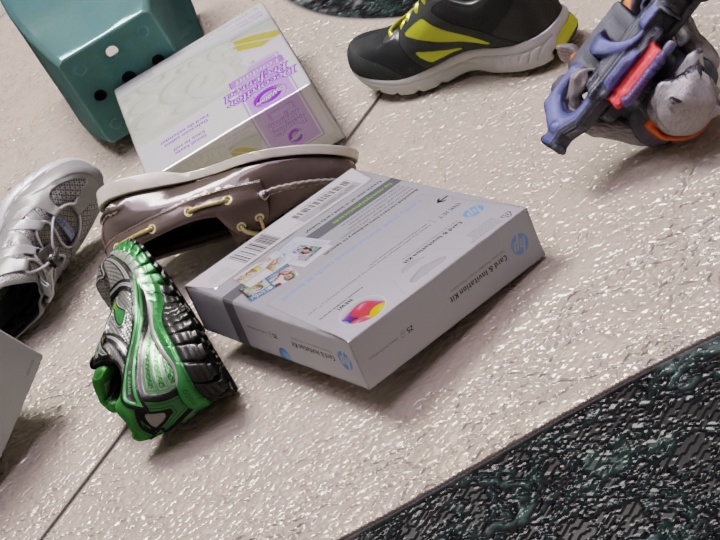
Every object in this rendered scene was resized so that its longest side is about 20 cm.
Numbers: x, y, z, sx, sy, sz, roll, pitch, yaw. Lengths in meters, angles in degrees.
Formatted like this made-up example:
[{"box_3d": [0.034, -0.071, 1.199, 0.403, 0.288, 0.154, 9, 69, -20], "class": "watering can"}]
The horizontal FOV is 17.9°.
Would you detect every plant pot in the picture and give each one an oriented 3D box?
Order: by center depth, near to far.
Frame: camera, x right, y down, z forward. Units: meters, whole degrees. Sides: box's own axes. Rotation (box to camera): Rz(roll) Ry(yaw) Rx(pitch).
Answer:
[{"box_3d": [-0.215, -0.206, 1.959, 0.141, 0.141, 0.200, -31, 32, 1], "class": "plant pot"}]

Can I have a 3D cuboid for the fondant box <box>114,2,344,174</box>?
[{"box_3d": [-0.107, -0.124, 1.801, 0.144, 0.058, 0.200, -31, 29, 1], "class": "fondant box"}]

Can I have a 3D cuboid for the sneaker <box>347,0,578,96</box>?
[{"box_3d": [0.067, -0.190, 1.705, 0.200, 0.085, 0.075, -8, 35, 37], "class": "sneaker"}]

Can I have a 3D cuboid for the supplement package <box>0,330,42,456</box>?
[{"box_3d": [-0.341, 0.081, 1.608, 0.200, 0.117, 0.117, 2, 66, 48], "class": "supplement package"}]

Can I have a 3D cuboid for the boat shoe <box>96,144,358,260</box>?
[{"box_3d": [-0.094, -0.047, 1.661, 0.200, 0.072, 0.060, -11, 73, 12], "class": "boat shoe"}]

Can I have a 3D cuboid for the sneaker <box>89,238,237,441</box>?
[{"box_3d": [-0.153, 0.044, 1.553, 0.085, 0.078, 0.200, -33, 28, -2], "class": "sneaker"}]

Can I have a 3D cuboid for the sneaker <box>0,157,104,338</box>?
[{"box_3d": [-0.248, 0.002, 1.737, 0.082, 0.075, 0.200, 12, 61, 45], "class": "sneaker"}]

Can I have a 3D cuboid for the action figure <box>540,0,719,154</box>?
[{"box_3d": [0.205, -0.157, 1.503, 0.200, 0.105, 0.194, -49, 27, 22], "class": "action figure"}]

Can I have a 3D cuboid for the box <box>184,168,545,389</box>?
[{"box_3d": [0.000, 0.000, 1.495, 0.156, 0.041, 0.200, -37, 27, -24], "class": "box"}]
